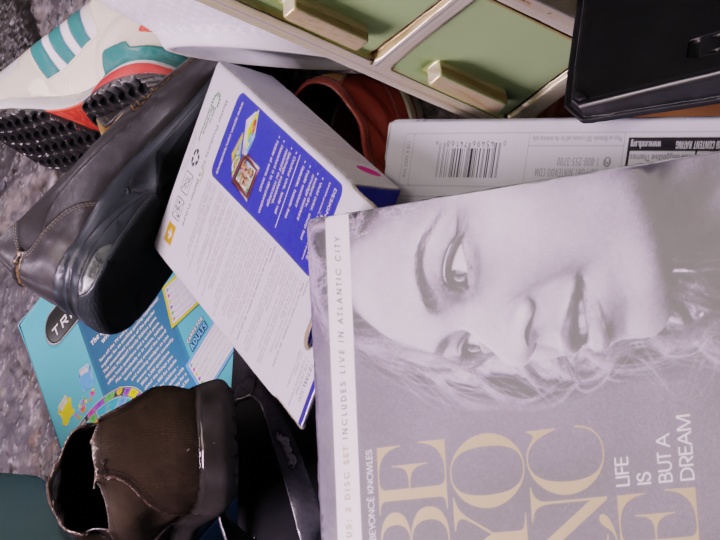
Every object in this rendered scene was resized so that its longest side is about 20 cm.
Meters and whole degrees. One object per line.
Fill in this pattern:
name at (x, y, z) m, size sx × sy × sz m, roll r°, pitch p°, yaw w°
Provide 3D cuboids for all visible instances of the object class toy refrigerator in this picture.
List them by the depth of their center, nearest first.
toy refrigerator at (0.006, -0.123, 0.853) m, size 0.076 × 0.199 × 0.070 m, roll -35°, pitch 48°, yaw 39°

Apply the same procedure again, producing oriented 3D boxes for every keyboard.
keyboard at (0.146, -0.138, 0.853) m, size 0.126 × 0.021 × 0.201 m, roll -12°, pitch 45°, yaw 27°

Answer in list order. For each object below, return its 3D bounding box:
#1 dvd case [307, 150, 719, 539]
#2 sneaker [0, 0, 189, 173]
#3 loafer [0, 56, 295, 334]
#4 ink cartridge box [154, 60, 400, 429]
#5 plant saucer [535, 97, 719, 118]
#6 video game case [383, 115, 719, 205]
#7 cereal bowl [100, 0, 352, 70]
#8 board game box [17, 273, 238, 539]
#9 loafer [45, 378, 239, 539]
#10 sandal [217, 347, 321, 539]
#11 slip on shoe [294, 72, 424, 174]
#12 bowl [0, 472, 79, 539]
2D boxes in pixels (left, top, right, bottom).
dvd case at (0.070, 0.041, 0.785) m, size 0.199 × 0.016 × 0.150 m, roll -9°, pitch 78°, yaw 30°
sneaker at (-0.138, -0.115, 1.214) m, size 0.199 × 0.070 × 0.094 m, roll -8°, pitch 56°, yaw 50°
loafer at (-0.099, -0.063, 1.073) m, size 0.072 × 0.073 × 0.200 m, roll 22°, pitch 56°, yaw 23°
ink cartridge box at (-0.033, -0.014, 0.944) m, size 0.095 × 0.037 × 0.200 m, roll -69°, pitch 27°, yaw 14°
plant saucer at (0.128, -0.018, 0.867) m, size 0.199 × 0.037 × 0.202 m, roll -13°, pitch 72°, yaw 46°
video game case at (0.078, 0.034, 0.849) m, size 0.199 × 0.045 × 0.183 m, roll 4°, pitch 83°, yaw 49°
cereal bowl at (-0.040, -0.136, 0.993) m, size 0.199 × 0.199 × 0.084 m, roll 7°, pitch 91°, yaw 50°
board game box at (-0.091, 0.056, 1.114) m, size 0.151 × 0.047 × 0.201 m, roll -48°, pitch 48°, yaw 28°
loafer at (-0.106, 0.092, 0.988) m, size 0.200 × 0.071 × 0.074 m, roll 125°, pitch 144°, yaw -63°
sandal at (-0.035, 0.107, 0.972) m, size 0.076 × 0.043 × 0.202 m, roll -13°, pitch 73°, yaw 43°
slip on shoe at (0.000, 0.000, 1.013) m, size 0.074 × 0.061 × 0.201 m, roll -24°, pitch 64°, yaw 42°
bowl at (-0.179, 0.183, 1.105) m, size 0.201 × 0.104 × 0.202 m, roll 167°, pitch 90°, yaw -76°
